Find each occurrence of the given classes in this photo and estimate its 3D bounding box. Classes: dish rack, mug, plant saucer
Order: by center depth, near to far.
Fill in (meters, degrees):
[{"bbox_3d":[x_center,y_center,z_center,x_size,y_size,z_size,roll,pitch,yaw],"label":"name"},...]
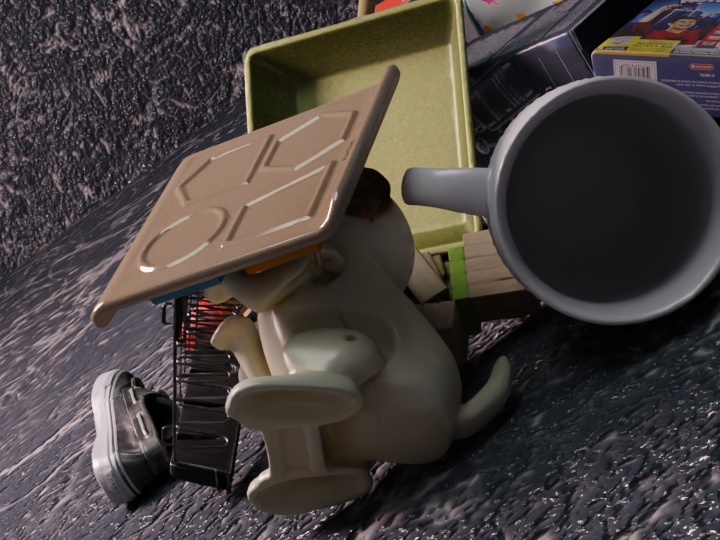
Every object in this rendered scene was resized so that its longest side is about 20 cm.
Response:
[{"bbox_3d":[0.125,-0.049,0.987,0.199,0.149,0.175,2,5,0],"label":"mug"},{"bbox_3d":[-0.111,0.045,1.130,0.054,0.201,0.154,4,36,-1],"label":"dish rack"},{"bbox_3d":[0.008,-0.095,1.204,0.199,0.201,0.048,-11,-15,28],"label":"plant saucer"}]

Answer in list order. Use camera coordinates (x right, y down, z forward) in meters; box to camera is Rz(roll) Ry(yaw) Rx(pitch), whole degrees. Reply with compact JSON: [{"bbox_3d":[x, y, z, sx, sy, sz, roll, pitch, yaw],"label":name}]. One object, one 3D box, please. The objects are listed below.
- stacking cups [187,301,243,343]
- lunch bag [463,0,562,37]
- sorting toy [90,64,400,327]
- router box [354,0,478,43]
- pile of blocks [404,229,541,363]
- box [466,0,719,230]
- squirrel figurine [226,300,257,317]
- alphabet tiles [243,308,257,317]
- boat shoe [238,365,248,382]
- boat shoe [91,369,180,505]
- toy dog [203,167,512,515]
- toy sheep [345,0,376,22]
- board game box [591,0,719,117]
[{"bbox_3d":[-0.104,0.013,1.582,0.200,0.061,0.060,-44,16,-20],"label":"stacking cups"},{"bbox_3d":[0.187,-0.204,1.326,0.160,0.200,0.077,-22,16,46],"label":"lunch bag"},{"bbox_3d":[-0.068,-0.044,0.996,0.199,0.037,0.185,-22,26,27],"label":"sorting toy"},{"bbox_3d":[0.099,-0.201,1.525,0.179,0.200,0.049,-26,42,25],"label":"router box"},{"bbox_3d":[0.042,0.041,1.093,0.199,0.062,0.082,-29,51,-4],"label":"pile of blocks"},{"bbox_3d":[0.160,-0.125,1.227,0.107,0.149,0.200,-42,16,-35],"label":"box"},{"bbox_3d":[-0.068,-0.059,1.425,0.200,0.141,0.187,99,-161,-51],"label":"squirrel figurine"},{"bbox_3d":[0.000,0.000,1.297,0.199,0.006,0.166,-19,-5,-12],"label":"alphabet tiles"},{"bbox_3d":[-0.024,0.066,1.166,0.070,0.072,0.201,-5,20,27],"label":"boat shoe"},{"bbox_3d":[-0.187,0.136,1.328,0.071,0.072,0.200,-24,24,0],"label":"boat shoe"},{"bbox_3d":[-0.009,0.026,0.995,0.193,0.140,0.201,-13,50,7],"label":"toy dog"},{"bbox_3d":[0.016,-0.162,1.337,0.137,0.138,0.200,-26,19,28],"label":"toy sheep"},{"bbox_3d":[0.295,-0.156,1.092,0.199,0.062,0.200,8,29,32],"label":"board game box"}]
